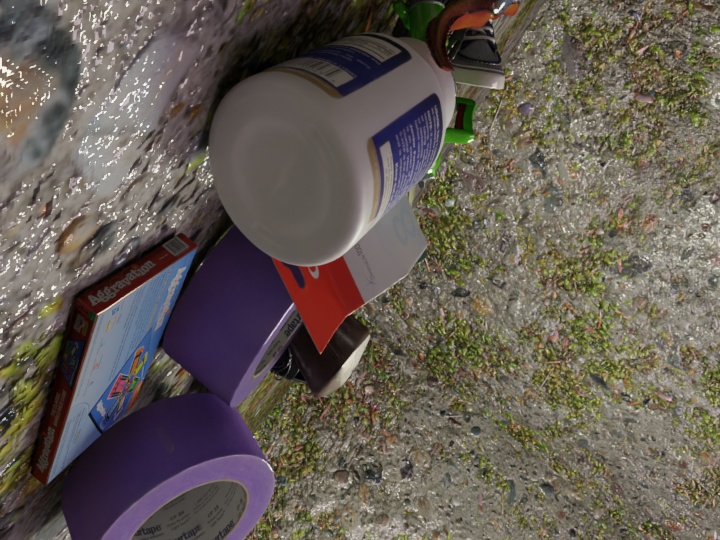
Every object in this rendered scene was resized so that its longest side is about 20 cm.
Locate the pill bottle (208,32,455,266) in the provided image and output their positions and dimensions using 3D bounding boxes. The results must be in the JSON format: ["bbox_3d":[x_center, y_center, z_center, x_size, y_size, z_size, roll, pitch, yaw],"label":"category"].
[{"bbox_3d":[-0.005,-0.101,0.444,0.200,0.119,0.121,-45,171,-49],"label":"pill bottle"}]

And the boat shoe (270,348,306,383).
[{"bbox_3d":[-0.108,0.118,0.891,0.198,0.062,0.076,32,93,-45],"label":"boat shoe"}]

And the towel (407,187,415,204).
[{"bbox_3d":[0.056,-0.133,0.816,0.203,0.035,0.151,-87,180,-45],"label":"towel"}]

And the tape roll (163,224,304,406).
[{"bbox_3d":[-0.098,0.026,0.613,0.202,0.084,0.200,-54,177,-4],"label":"tape roll"}]

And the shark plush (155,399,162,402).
[{"bbox_3d":[-0.207,0.205,0.774,0.081,0.093,0.200,-20,167,-24],"label":"shark plush"}]

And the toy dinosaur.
[{"bbox_3d":[0.101,-0.248,0.539,0.204,0.103,0.181,-62,159,4],"label":"toy dinosaur"}]

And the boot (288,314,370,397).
[{"bbox_3d":[-0.034,0.027,0.742,0.064,0.200,0.188,30,100,-44],"label":"boot"}]

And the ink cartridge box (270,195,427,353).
[{"bbox_3d":[-0.015,-0.052,0.530,0.046,0.163,0.200,-18,-164,27],"label":"ink cartridge box"}]

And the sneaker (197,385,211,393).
[{"bbox_3d":[-0.189,0.168,0.852,0.200,0.069,0.085,124,-12,-65],"label":"sneaker"}]

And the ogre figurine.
[{"bbox_3d":[0.060,-0.172,0.587,0.201,0.095,0.123,123,-30,-52],"label":"ogre figurine"}]

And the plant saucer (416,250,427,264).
[{"bbox_3d":[0.000,0.000,0.872,0.195,0.028,0.200,-22,-174,2],"label":"plant saucer"}]

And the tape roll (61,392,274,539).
[{"bbox_3d":[-0.191,0.230,0.627,0.197,0.085,0.203,-27,141,-24],"label":"tape roll"}]

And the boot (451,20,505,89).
[{"bbox_3d":[0.133,-0.280,0.741,0.201,0.070,0.093,-103,-160,-63],"label":"boot"}]

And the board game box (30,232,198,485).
[{"bbox_3d":[-0.187,0.069,0.460,0.202,0.019,0.103,-58,174,34],"label":"board game box"}]

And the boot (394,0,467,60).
[{"bbox_3d":[0.075,-0.260,0.701,0.201,0.066,0.133,-60,-174,51],"label":"boot"}]
